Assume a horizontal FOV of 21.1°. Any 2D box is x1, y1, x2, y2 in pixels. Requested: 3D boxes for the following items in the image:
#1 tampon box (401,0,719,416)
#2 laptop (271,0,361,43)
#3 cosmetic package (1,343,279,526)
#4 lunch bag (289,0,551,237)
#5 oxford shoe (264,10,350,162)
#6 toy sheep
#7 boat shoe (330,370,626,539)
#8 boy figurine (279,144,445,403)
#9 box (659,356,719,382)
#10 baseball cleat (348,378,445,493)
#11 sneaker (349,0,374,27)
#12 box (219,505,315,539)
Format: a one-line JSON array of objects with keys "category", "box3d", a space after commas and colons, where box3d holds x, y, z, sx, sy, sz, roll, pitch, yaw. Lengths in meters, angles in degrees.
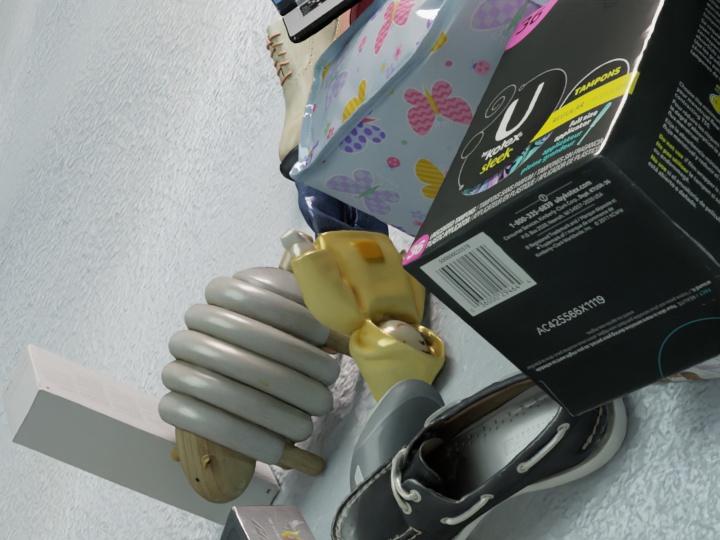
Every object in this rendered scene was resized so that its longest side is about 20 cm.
[{"category": "tampon box", "box3d": [0.139, -0.058, 0.974, 0.150, 0.126, 0.201, -31, 26, 46]}, {"category": "laptop", "box3d": [-0.002, -0.256, 1.254, 0.187, 0.116, 0.200, -35, 13, 4]}, {"category": "cosmetic package", "box3d": [-0.163, 0.127, 1.427, 0.051, 0.199, 0.083, -60, 23, 9]}, {"category": "lunch bag", "box3d": [0.081, -0.105, 1.164, 0.200, 0.169, 0.128, -41, 30, 50]}, {"category": "oxford shoe", "box3d": [-0.054, -0.171, 1.634, 0.071, 0.073, 0.201, -38, 35, 47]}, {"category": "toy sheep", "box3d": [-0.073, 0.068, 1.376, 0.138, 0.137, 0.201, -3, 65, 64]}, {"category": "boat shoe", "box3d": [0.053, 0.111, 1.083, 0.199, 0.060, 0.074, -27, 57, 29]}, {"category": "boy figurine", "box3d": [0.000, 0.000, 1.306, 0.064, 0.124, 0.201, -42, 50, 33]}, {"category": "box", "box3d": [0.173, 0.031, 0.997, 0.200, 0.038, 0.042, -10, 59, 63]}, {"category": "baseball cleat", "box3d": [0.028, 0.169, 1.163, 0.106, 0.069, 0.202, 16, 92, 61]}, {"category": "sneaker", "box3d": [0.069, -0.191, 1.256, 0.199, 0.074, 0.087, -20, 11, 28]}, {"category": "box", "box3d": [-0.046, 0.262, 1.144, 0.200, 0.048, 0.159, 55, 133, 48]}]
